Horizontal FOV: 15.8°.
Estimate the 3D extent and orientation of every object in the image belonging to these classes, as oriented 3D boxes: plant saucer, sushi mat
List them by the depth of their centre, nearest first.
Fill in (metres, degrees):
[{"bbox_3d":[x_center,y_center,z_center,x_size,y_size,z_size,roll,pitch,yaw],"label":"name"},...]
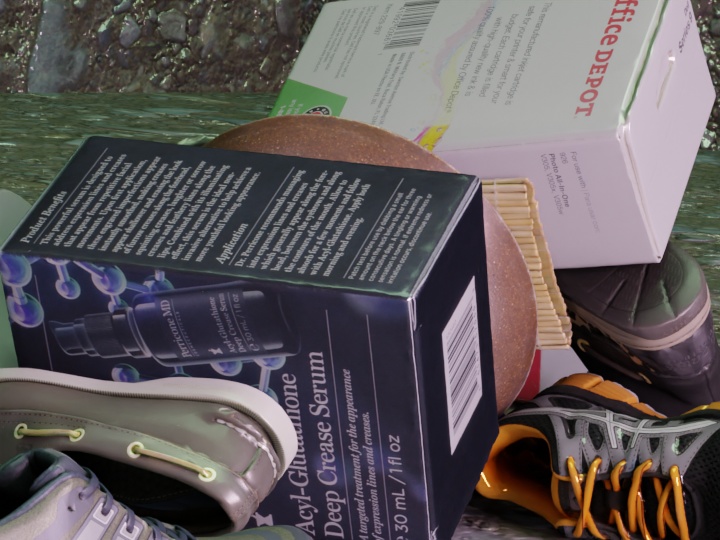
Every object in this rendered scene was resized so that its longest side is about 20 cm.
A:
[{"bbox_3d":[-0.014,0.019,1.262,0.200,0.201,0.037,6,35,18],"label":"plant saucer"},{"bbox_3d":[0.000,0.000,1.273,0.200,0.096,0.012,-2,32,23],"label":"sushi mat"}]

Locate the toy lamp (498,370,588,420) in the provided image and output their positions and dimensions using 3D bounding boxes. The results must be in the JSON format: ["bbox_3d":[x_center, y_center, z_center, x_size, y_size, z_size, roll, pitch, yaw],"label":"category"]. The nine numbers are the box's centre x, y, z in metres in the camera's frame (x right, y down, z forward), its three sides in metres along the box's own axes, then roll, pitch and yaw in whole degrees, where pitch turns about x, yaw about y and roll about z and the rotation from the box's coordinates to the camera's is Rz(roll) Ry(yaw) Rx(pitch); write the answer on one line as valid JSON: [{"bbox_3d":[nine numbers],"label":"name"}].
[{"bbox_3d":[0.113,0.079,1.393,0.058,0.058,0.200,9,12,35],"label":"toy lamp"}]

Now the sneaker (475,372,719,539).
[{"bbox_3d":[0.130,0.101,1.214,0.077,0.078,0.200,-17,15,-33],"label":"sneaker"}]

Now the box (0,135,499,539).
[{"bbox_3d":[-0.048,0.034,1.194,0.200,0.149,0.107,6,35,19],"label":"box"}]

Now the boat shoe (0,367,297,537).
[{"bbox_3d":[-0.129,0.088,1.156,0.201,0.072,0.060,-3,37,25],"label":"boat shoe"}]

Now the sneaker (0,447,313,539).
[{"bbox_3d":[-0.100,0.108,0.980,0.200,0.081,0.074,-2,10,-35],"label":"sneaker"}]

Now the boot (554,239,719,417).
[{"bbox_3d":[0.133,0.030,1.337,0.073,0.151,0.200,-39,35,-12],"label":"boot"}]

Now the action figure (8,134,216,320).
[{"bbox_3d":[-0.087,-0.011,1.373,0.200,0.102,0.119,-12,16,9],"label":"action figure"}]

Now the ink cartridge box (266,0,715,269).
[{"bbox_3d":[0.064,-0.072,1.301,0.200,0.088,0.145,-5,37,25],"label":"ink cartridge box"}]

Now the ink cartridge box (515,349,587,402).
[{"bbox_3d":[0.058,-0.006,1.648,0.200,0.145,0.145,7,9,28],"label":"ink cartridge box"}]

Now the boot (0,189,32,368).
[{"bbox_3d":[-0.220,0.043,1.447,0.074,0.096,0.200,41,23,-26],"label":"boot"}]
